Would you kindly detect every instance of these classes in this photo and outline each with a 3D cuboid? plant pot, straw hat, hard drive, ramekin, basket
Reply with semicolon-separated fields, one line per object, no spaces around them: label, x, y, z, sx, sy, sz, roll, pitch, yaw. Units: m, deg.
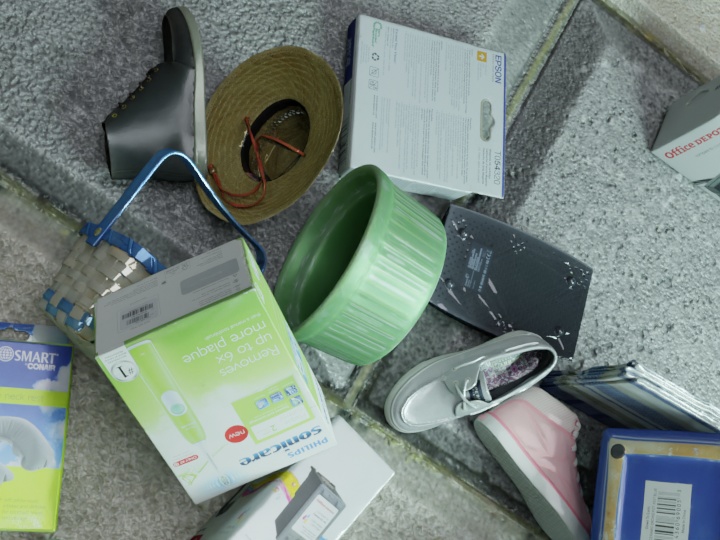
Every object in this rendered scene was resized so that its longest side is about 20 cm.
plant pot;0.346;0.272;1.124;0.180;0.200;0.200;41;55;-55
straw hat;-0.082;-0.133;1.148;0.085;0.201;0.201;28;61;-55
hard drive;0.169;0.018;1.240;0.200;0.042;0.135;23;69;-15
ramekin;0.000;0.000;1.096;0.098;0.200;0.200;30;67;-20
basket;-0.197;0.005;1.023;0.200;0.139;0.176;-47;128;-15

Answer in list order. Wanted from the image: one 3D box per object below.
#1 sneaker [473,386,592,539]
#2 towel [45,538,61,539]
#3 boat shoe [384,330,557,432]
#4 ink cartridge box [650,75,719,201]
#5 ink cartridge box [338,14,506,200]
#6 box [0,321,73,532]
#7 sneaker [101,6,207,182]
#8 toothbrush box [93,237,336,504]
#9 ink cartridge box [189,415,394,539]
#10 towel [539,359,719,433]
sneaker;0.224;0.220;1.191;0.105;0.075;0.200;-34;86;-21
towel;-0.339;0.353;0.958;0.152;0.023;0.200;-2;77;-22
boat shoe;0.124;0.126;1.162;0.200;0.069;0.072;-17;99;-14
ink cartridge box;0.501;-0.151;1.362;0.200;0.145;0.084;33;67;-11
ink cartridge box;0.076;-0.187;1.257;0.200;0.043;0.196;11;71;-22
box;-0.339;0.143;1.000;0.122;0.048;0.200;7;75;-21
sneaker;-0.220;-0.190;1.120;0.106;0.075;0.200;-2;72;-15
toothbrush box;-0.127;0.093;0.946;0.146;0.086;0.200;-23;127;1
ink cartridge box;-0.081;0.244;1.022;0.086;0.148;0.200;46;63;-5
towel;0.300;0.145;1.173;0.147;0.200;0.024;30;73;-12
